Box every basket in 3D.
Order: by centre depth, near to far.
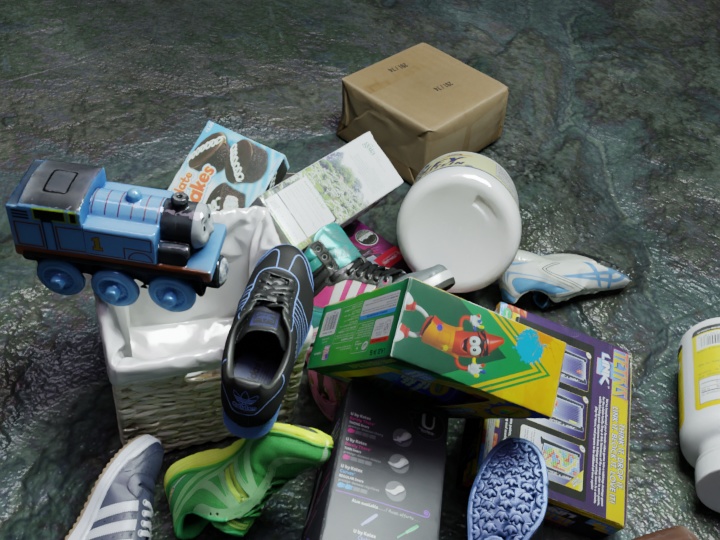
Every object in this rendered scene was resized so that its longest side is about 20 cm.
[{"bbox_3d":[-0.169,0.063,0.862,0.195,0.162,0.201,-9,46,-18],"label":"basket"}]

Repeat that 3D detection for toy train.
[{"bbox_3d":[-0.218,-0.030,0.753,0.196,0.115,0.088,9,45,1],"label":"toy train"}]

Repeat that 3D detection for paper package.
[{"bbox_3d":[0.093,-0.244,1.263,0.190,0.105,0.199,35,50,27],"label":"paper package"}]

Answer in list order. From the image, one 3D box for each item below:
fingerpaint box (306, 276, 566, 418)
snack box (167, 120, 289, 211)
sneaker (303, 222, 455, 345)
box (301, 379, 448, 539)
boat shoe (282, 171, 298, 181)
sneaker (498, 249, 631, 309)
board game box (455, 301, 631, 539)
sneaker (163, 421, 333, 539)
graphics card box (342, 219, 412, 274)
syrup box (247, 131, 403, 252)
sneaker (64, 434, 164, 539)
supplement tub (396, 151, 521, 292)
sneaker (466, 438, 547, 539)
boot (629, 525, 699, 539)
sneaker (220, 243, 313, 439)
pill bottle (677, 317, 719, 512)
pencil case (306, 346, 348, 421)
[{"bbox_3d":[0.063,0.082,0.773,0.165,0.199,0.075,22,73,-20],"label":"fingerpaint box"},{"bbox_3d":[-0.185,-0.074,1.019,0.115,0.037,0.202,24,77,14],"label":"snack box"},{"bbox_3d":[0.000,0.000,0.917,0.083,0.198,0.123,-5,74,-67],"label":"sneaker"},{"bbox_3d":[0.008,0.224,0.747,0.104,0.123,0.202,17,44,-5],"label":"box"},{"bbox_3d":[-0.143,-0.107,1.076,0.197,0.061,0.072,-7,30,5],"label":"boat shoe"},{"bbox_3d":[0.262,0.012,1.067,0.197,0.074,0.072,2,14,-24],"label":"sneaker"},{"bbox_3d":[0.195,0.153,0.860,0.163,0.057,0.202,22,55,-8],"label":"board game box"},{"bbox_3d":[-0.099,0.196,0.754,0.074,0.198,0.085,25,45,-45],"label":"sneaker"},{"bbox_3d":[-0.020,-0.003,1.035,0.199,0.051,0.125,36,50,26],"label":"graphics card box"},{"bbox_3d":[-0.047,-0.084,1.002,0.199,0.081,0.079,-36,91,-38],"label":"syrup box"},{"bbox_3d":[-0.201,0.248,0.731,0.107,0.071,0.201,16,51,15],"label":"sneaker"},{"bbox_3d":[0.124,-0.067,1.018,0.143,0.147,0.200,14,17,5],"label":"supplement tub"},{"bbox_3d":[0.122,0.254,0.731,0.069,0.078,0.203,11,62,11],"label":"sneaker"},{"bbox_3d":[0.257,0.323,0.745,0.196,0.065,0.188,1,46,-15],"label":"boot"},{"bbox_3d":[-0.077,0.044,0.730,0.069,0.078,0.202,10,51,-3],"label":"sneaker"},{"bbox_3d":[0.404,0.157,0.898,0.109,0.112,0.201,16,45,7],"label":"pill bottle"},{"bbox_3d":[0.036,0.101,0.917,0.197,0.084,0.086,-14,9,-23],"label":"pencil case"}]
